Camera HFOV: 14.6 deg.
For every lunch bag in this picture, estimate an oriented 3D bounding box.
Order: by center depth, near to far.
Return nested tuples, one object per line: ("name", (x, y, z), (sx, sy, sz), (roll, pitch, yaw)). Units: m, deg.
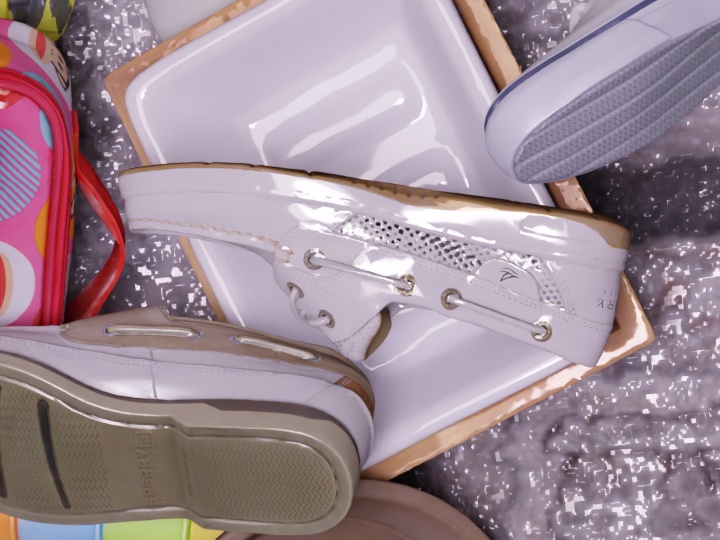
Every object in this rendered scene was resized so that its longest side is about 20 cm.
("lunch bag", (-0.183, -0.005, 1.130), (0.175, 0.082, 0.201), (2, 119, -9))

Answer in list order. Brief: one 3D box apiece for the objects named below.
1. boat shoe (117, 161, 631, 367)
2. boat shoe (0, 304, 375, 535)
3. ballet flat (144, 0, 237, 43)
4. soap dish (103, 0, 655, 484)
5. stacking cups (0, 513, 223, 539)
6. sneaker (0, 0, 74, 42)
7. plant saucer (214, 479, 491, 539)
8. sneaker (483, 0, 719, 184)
("boat shoe", (0.000, 0.000, 1.065), (0.199, 0.071, 0.070), (9, 92, 12))
("boat shoe", (-0.092, 0.054, 1.090), (0.199, 0.069, 0.075), (11, 125, 9))
("ballet flat", (-0.062, -0.188, 1.159), (0.069, 0.069, 0.201), (19, 95, 13))
("soap dish", (0.009, -0.026, 1.140), (0.157, 0.081, 0.201), (-28, 84, 13))
("stacking cups", (-0.119, 0.107, 1.189), (0.199, 0.060, 0.061), (2, 92, 17))
("sneaker", (-0.171, -0.086, 1.198), (0.084, 0.074, 0.201), (32, 111, 44))
("plant saucer", (-0.013, 0.182, 1.119), (0.029, 0.199, 0.202), (10, 95, 57))
("sneaker", (0.117, -0.107, 1.098), (0.200, 0.073, 0.071), (-35, 64, -21))
